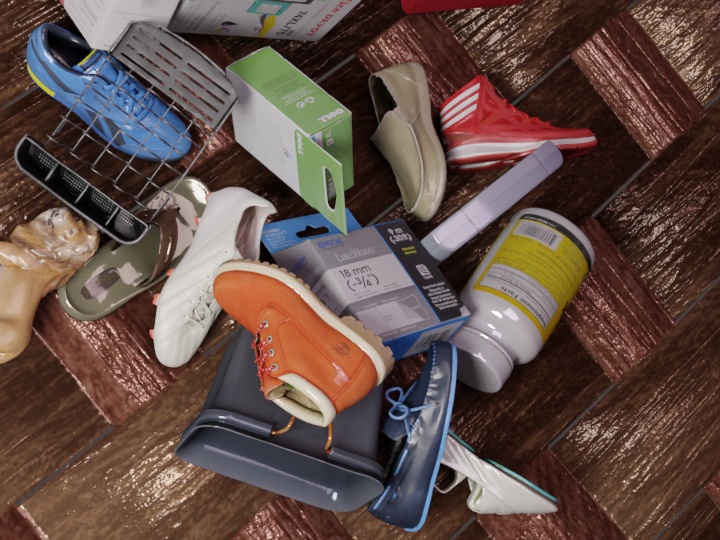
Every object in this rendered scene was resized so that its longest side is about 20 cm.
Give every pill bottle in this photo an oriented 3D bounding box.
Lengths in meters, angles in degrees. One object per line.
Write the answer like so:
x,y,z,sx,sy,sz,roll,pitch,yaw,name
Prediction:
0.171,0.035,1.275,0.111,0.111,0.200,40,66,-6,pill bottle

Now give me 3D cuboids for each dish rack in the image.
-0.224,-0.143,1.126,0.153,0.055,0.200,36,90,0,dish rack

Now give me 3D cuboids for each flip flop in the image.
-0.226,-0.024,1.170,0.200,0.058,0.081,-40,91,-25,flip flop

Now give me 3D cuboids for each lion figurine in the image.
-0.338,0.025,1.101,0.122,0.072,0.200,17,75,-4,lion figurine

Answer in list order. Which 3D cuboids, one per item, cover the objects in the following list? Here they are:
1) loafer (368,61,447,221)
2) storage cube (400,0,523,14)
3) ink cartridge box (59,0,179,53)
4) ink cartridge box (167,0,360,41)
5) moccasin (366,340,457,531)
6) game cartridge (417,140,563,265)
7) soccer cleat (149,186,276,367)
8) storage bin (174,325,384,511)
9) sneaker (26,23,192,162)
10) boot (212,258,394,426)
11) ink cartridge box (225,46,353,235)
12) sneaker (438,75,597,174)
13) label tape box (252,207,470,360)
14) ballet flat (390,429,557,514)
0.048,-0.148,1.306,0.068,0.076,0.200,-1,66,-20,loafer
0.136,-0.428,1.358,0.200,0.180,0.171,-11,79,-22,storage cube
-0.234,-0.343,1.152,0.085,0.200,0.146,-3,47,-46,ink cartridge box
-0.109,-0.352,1.240,0.200,0.147,0.146,-4,75,-34,ink cartridge box
0.052,0.168,1.164,0.068,0.080,0.200,13,90,0,moccasin
0.139,-0.068,1.280,0.200,0.133,0.040,-38,84,-25,game cartridge
-0.152,0.007,1.161,0.069,0.078,0.200,39,68,-55,soccer cleat
-0.067,0.140,1.147,0.200,0.146,0.134,20,59,-14,storage bin
-0.262,-0.186,1.193,0.200,0.078,0.066,35,64,-10,sneaker
-0.078,0.066,1.076,0.200,0.075,0.107,32,53,18,boot
-0.058,-0.138,1.192,0.059,0.104,0.200,-31,54,-24,ink cartridge box
0.187,-0.185,1.364,0.200,0.078,0.116,-7,79,-24,sneaker
0.000,0.000,1.193,0.144,0.063,0.200,-14,62,-43,label tape box
0.118,0.223,1.231,0.200,0.069,0.069,34,66,-2,ballet flat
